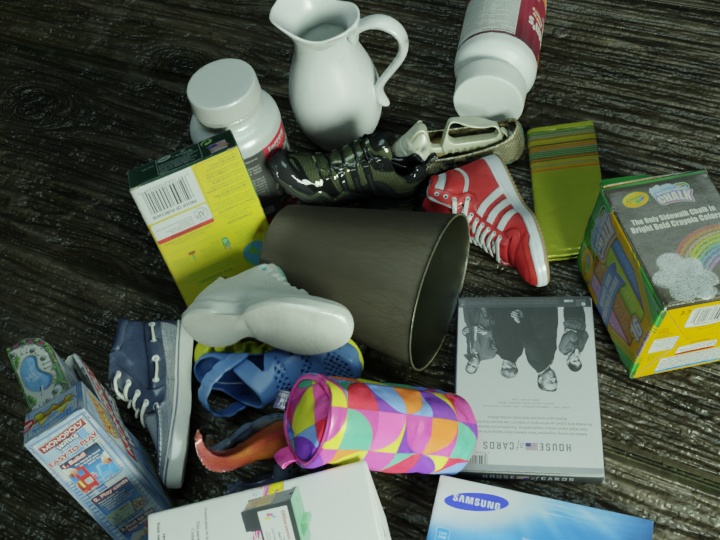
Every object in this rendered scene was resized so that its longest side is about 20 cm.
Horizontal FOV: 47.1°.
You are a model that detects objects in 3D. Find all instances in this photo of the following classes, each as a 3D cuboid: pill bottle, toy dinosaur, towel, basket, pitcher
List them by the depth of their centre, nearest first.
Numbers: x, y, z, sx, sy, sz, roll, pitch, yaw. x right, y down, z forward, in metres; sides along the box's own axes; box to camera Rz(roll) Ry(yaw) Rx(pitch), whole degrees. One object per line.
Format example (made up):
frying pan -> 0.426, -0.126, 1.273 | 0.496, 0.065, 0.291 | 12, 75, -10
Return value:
toy dinosaur -> -0.047, 0.172, 0.787 | 0.178, 0.200, 0.107 | -21, 79, -6
basket -> 0.000, 0.000, 0.909 | 0.196, 0.137, 0.182 | 14, 59, 23
pill bottle -> -0.141, -0.149, 0.993 | 0.108, 0.201, 0.112 | -5, 54, 7
towel -> 0.249, -0.098, 0.999 | 0.084, 0.018, 0.203 | -6, 55, 14
pitcher -> -0.015, -0.241, 1.033 | 0.168, 0.201, 0.123 | 14, 59, 19
pill bottle -> 0.182, -0.291, 1.086 | 0.107, 0.110, 0.203 | 6, 57, 14

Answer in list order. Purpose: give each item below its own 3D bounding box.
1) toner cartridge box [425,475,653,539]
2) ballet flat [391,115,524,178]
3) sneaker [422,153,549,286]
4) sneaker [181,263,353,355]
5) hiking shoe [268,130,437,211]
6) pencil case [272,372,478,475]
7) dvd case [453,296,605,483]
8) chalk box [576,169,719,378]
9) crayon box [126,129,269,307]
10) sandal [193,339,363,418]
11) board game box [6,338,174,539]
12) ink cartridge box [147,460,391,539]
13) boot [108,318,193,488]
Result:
toner cartridge box -> 0.159, 0.258, 0.750 | 0.196, 0.044, 0.096 | 8, 56, 16
ballet flat -> 0.107, -0.159, 1.030 | 0.196, 0.076, 0.069 | -9, 55, 5
sneaker -> 0.138, -0.049, 0.950 | 0.110, 0.072, 0.202 | -14, 46, -4
sneaker -> -0.089, 0.030, 0.847 | 0.196, 0.076, 0.089 | 2, 45, 27
hiking shoe -> -0.009, -0.127, 0.969 | 0.196, 0.102, 0.076 | 7, 37, -27
pencil case -> 0.017, 0.145, 0.762 | 0.197, 0.089, 0.089 | 13, 43, -36
dvd case -> 0.171, 0.117, 0.857 | 0.147, 0.025, 0.203 | 0, 56, 10
chalk box -> 0.307, -0.014, 0.852 | 0.122, 0.125, 0.203 | -9, 52, -7
crayon box -> -0.167, -0.042, 0.938 | 0.125, 0.203, 0.051 | -22, 35, -7
sandal -> -0.092, 0.114, 0.869 | 0.196, 0.081, 0.088 | -9, 31, 15
board game box -> -0.268, 0.155, 0.806 | 0.061, 0.201, 0.201 | -31, 56, -11
ink cartridge box -> -0.070, 0.255, 0.732 | 0.196, 0.146, 0.085 | -14, 53, 1
boot -> -0.225, 0.138, 0.879 | 0.088, 0.074, 0.202 | 4, 44, -12
